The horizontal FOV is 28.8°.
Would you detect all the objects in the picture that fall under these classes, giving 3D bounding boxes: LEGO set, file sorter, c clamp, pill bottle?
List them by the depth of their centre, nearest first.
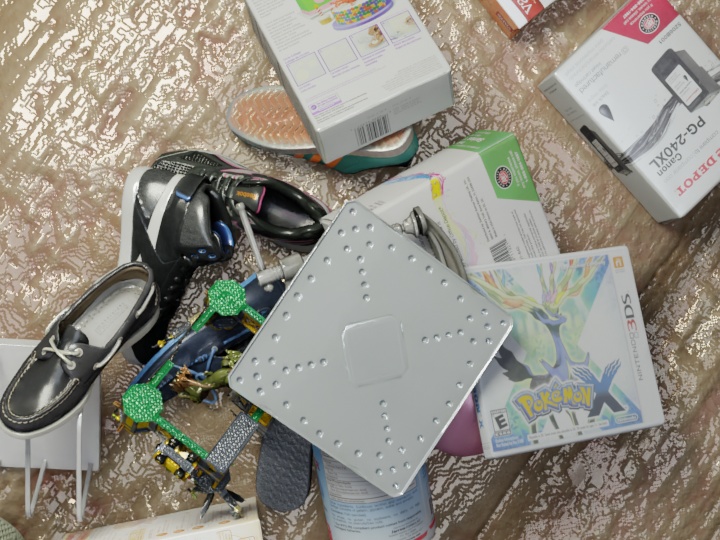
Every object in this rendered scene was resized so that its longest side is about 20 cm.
[{"bbox_3d":[0.000,0.000,1.296,0.198,0.027,0.173,-14,96,-11],"label":"c clamp"},{"bbox_3d":[-0.139,0.121,1.324,0.153,0.116,0.201,30,62,-2],"label":"LEGO set"},{"bbox_3d":[-0.353,0.153,1.333,0.198,0.125,0.140,3,114,-5],"label":"file sorter"},{"bbox_3d":[0.007,0.174,1.371,0.108,0.109,0.202,-12,108,-6],"label":"pill bottle"}]

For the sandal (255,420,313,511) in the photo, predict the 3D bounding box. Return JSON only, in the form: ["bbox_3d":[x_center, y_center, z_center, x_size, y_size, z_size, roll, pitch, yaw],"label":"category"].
[{"bbox_3d":[-0.067,0.143,1.431,0.075,0.043,0.202,16,96,3],"label":"sandal"}]

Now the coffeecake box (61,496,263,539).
[{"bbox_3d":[-0.190,0.281,1.353,0.198,0.154,0.074,-10,90,-5],"label":"coffeecake box"}]

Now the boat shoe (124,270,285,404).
[{"bbox_3d":[-0.146,0.082,1.398,0.200,0.084,0.069,-42,81,-3],"label":"boat shoe"}]

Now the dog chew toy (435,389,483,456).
[{"bbox_3d":[0.152,0.125,1.412,0.198,0.124,0.126,2,88,-13],"label":"dog chew toy"}]

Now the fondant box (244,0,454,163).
[{"bbox_3d":[-0.013,-0.220,1.387,0.143,0.058,0.201,-24,60,-5],"label":"fondant box"}]

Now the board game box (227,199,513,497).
[{"bbox_3d":[0.010,0.072,1.278,0.199,0.026,0.201,36,86,-16],"label":"board game box"}]

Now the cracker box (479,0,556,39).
[{"bbox_3d":[0.193,-0.357,1.457,0.200,0.058,0.134,-40,92,-5],"label":"cracker box"}]

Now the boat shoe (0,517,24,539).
[{"bbox_3d":[-0.345,0.309,1.340,0.062,0.201,0.075,3,44,12],"label":"boat shoe"}]

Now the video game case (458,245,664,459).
[{"bbox_3d":[0.193,0.076,1.366,0.198,0.022,0.184,-7,81,-23],"label":"video game case"}]

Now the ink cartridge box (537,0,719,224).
[{"bbox_3d":[0.306,-0.169,1.449,0.145,0.083,0.200,-43,92,-5],"label":"ink cartridge box"}]

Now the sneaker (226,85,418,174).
[{"bbox_3d":[-0.038,-0.134,1.426,0.198,0.080,0.072,10,71,16],"label":"sneaker"}]

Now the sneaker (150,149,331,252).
[{"bbox_3d":[-0.119,-0.076,1.405,0.198,0.086,0.081,12,85,-4],"label":"sneaker"}]

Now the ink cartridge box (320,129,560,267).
[{"bbox_3d":[0.080,-0.030,1.390,0.199,0.084,0.146,-29,109,-16],"label":"ink cartridge box"}]

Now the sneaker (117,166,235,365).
[{"bbox_3d":[-0.178,0.004,1.370,0.111,0.073,0.202,9,106,19],"label":"sneaker"}]

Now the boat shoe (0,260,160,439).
[{"bbox_3d":[-0.254,0.069,1.273,0.074,0.061,0.200,35,57,17],"label":"boat shoe"}]
